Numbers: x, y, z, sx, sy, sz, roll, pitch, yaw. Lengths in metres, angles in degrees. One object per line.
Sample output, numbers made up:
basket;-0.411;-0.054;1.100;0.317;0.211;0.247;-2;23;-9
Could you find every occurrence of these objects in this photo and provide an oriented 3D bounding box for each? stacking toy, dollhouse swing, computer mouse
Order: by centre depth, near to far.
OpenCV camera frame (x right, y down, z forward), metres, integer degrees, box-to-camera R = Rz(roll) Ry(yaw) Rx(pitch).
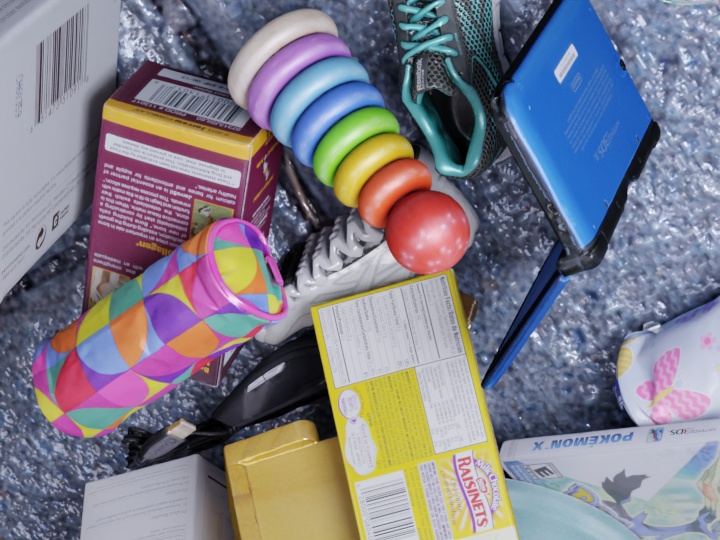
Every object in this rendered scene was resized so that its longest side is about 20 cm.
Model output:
stacking toy;0.000;-0.076;1.311;0.200;0.085;0.085;51;126;22
dollhouse swing;0.008;0.214;1.397;0.176;0.200;0.182;-11;153;-7
computer mouse;-0.084;0.088;1.454;0.200;0.140;0.046;-26;81;32

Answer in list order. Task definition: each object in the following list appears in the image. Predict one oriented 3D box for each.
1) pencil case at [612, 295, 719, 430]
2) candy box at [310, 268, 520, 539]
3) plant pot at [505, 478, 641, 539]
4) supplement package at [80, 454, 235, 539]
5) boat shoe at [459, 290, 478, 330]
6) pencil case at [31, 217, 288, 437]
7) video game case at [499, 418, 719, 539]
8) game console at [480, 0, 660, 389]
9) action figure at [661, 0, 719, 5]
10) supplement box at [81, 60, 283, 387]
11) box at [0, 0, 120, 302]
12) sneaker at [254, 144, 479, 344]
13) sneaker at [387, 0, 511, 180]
pencil case;0.263;0.041;1.328;0.083;0.091;0.200;21;135;-41
candy box;0.036;0.105;1.334;0.102;0.026;0.200;-14;70;4
plant pot;0.104;0.258;1.431;0.200;0.134;0.200;14;145;10
supplement package;-0.140;0.258;1.505;0.110;0.200;0.114;-17;143;27
boat shoe;0.050;0.097;1.446;0.074;0.076;0.200;24;131;0
pencil case;-0.138;0.042;1.372;0.200;0.088;0.088;-32;103;32
video game case;0.220;0.174;1.390;0.182;0.022;0.200;-10;134;38
game console;0.108;-0.054;1.261;0.118;0.200;0.171;-22;107;28
action figure;0.244;-0.195;1.226;0.200;0.055;0.118;-2;119;25
supplement box;-0.126;-0.033;1.425;0.110;0.086;0.200;17;121;10
box;-0.263;-0.112;1.363;0.131;0.199;0.200;15;122;13
sneaker;0.000;0.000;1.410;0.081;0.075;0.200;40;124;-15
sneaker;0.054;-0.148;1.294;0.078;0.091;0.200;-13;112;24
